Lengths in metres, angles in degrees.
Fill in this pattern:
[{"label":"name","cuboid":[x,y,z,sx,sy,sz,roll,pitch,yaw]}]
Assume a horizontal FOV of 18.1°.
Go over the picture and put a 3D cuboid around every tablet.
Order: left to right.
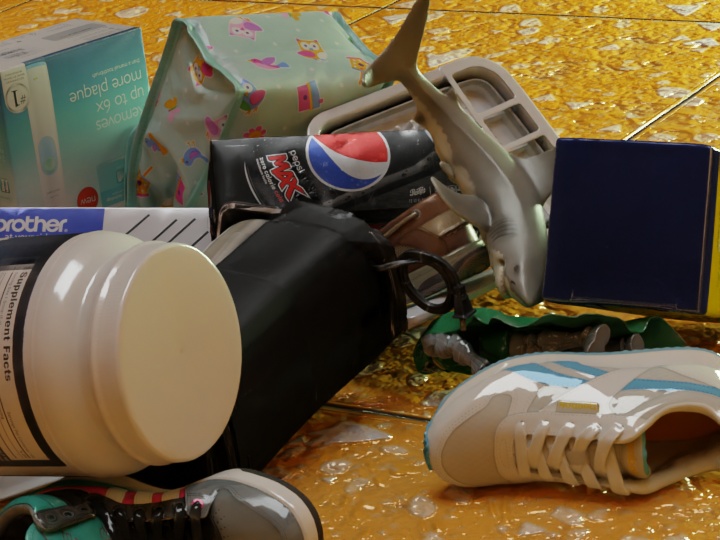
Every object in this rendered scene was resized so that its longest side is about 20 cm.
[{"label":"tablet","cuboid":[0.065,0.019,1.614,0.200,0.014,0.130,-24,0,-40]}]

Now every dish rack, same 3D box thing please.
[{"label":"dish rack","cuboid":[0.067,-0.069,1.731,0.200,0.044,0.172,-23,68,-33]}]

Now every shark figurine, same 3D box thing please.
[{"label":"shark figurine","cuboid":[0.091,-0.080,1.527,0.089,0.215,0.128,-31,-8,14]}]

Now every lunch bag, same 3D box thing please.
[{"label":"lunch bag","cuboid":[-0.088,-0.098,1.782,0.170,0.200,0.122,-9,46,-38]}]

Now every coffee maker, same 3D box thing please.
[{"label":"coffee maker","cuboid":[-0.067,0.046,1.441,0.192,0.135,0.200,-17,19,41]}]

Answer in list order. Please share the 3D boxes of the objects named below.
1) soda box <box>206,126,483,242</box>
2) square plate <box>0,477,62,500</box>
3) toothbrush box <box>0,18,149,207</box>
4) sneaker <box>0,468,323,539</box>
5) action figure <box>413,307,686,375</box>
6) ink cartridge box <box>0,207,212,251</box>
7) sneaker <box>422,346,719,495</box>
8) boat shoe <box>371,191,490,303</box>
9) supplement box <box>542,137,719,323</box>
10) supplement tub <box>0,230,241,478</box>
[{"label":"soda box","cuboid":[-0.009,-0.058,1.627,0.199,0.063,0.071,-4,-22,-8]},{"label":"square plate","cuboid":[-0.233,0.097,1.544,0.198,0.029,0.200,-18,23,-31]},{"label":"toothbrush box","cuboid":[-0.240,-0.084,1.791,0.085,0.201,0.146,14,27,43]},{"label":"sneaker","cuboid":[-0.130,0.156,1.262,0.200,0.084,0.121,-2,14,33]},{"label":"action figure","cuboid":[0.102,0.053,1.493,0.118,0.055,0.200,17,-13,-35]},{"label":"ink cartridge box","cuboid":[-0.178,0.004,1.666,0.199,0.094,0.044,1,-22,7]},{"label":"sneaker","cuboid":[0.137,0.096,1.370,0.199,0.077,0.081,-10,28,0]},{"label":"boat shoe","cuboid":[0.000,0.000,1.596,0.200,0.072,0.076,-24,0,29]},{"label":"supplement box","cuboid":[0.211,-0.023,1.522,0.109,0.110,0.200,4,-1,26]},{"label":"supplement tub","cuboid":[-0.184,0.049,1.307,0.200,0.141,0.140,-3,19,30]}]
